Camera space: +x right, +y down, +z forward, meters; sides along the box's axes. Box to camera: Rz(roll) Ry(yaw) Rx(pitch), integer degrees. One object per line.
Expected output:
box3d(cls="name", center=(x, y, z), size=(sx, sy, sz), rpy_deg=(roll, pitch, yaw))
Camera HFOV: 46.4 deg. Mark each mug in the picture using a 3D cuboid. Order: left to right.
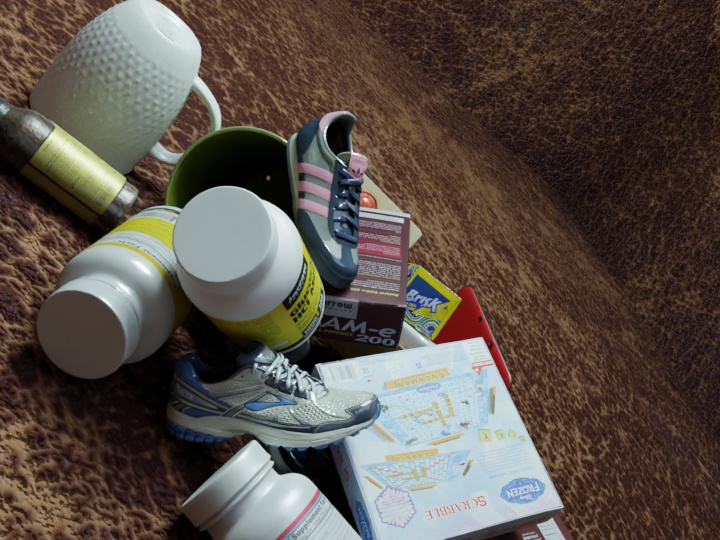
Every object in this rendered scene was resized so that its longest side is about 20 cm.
box3d(cls="mug", center=(-0.258, -0.209, 0.996), size=(0.200, 0.175, 0.148), rpy_deg=(40, 22, -19))

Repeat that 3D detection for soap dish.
box3d(cls="soap dish", center=(0.024, 0.090, 1.029), size=(0.200, 0.081, 0.157), rpy_deg=(38, 0, 36))

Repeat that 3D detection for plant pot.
box3d(cls="plant pot", center=(-0.127, -0.086, 1.066), size=(0.187, 0.187, 0.200), rpy_deg=(47, 10, -2))

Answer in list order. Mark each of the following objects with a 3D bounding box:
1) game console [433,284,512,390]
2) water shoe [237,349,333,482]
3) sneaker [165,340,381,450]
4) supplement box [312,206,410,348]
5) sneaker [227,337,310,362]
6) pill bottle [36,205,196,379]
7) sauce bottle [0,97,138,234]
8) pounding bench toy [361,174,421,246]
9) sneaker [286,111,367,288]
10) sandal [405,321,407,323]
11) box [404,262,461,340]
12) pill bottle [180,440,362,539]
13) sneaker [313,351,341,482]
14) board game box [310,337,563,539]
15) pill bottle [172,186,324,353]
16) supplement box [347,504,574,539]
box3d(cls="game console", center=(0.156, 0.157, 1.184), size=(0.173, 0.118, 0.201), rpy_deg=(58, 11, -41))
box3d(cls="water shoe", center=(-0.071, 0.133, 0.902), size=(0.071, 0.079, 0.201), rpy_deg=(25, 31, -46))
box3d(cls="sneaker", center=(-0.081, 0.110, 0.758), size=(0.077, 0.198, 0.086), rpy_deg=(-71, 161, -80))
box3d(cls="supplement box", center=(0.000, 0.000, 0.966), size=(0.108, 0.061, 0.200), rpy_deg=(9, 32, 0))
box3d(cls="sneaker", center=(-0.130, 0.033, 0.920), size=(0.200, 0.074, 0.081), rpy_deg=(35, 8, 20))
box3d(cls="pill bottle", center=(-0.213, 0.018, 0.781), size=(0.111, 0.111, 0.200), rpy_deg=(45, 22, -7))
box3d(cls="sauce bottle", center=(-0.325, -0.121, 0.867), size=(0.200, 0.065, 0.065), rpy_deg=(41, 22, -22))
box3d(cls="pounding bench toy", center=(0.021, -0.033, 1.239), size=(0.200, 0.124, 0.156), rpy_deg=(44, 0, -11))
box3d(cls="sneaker", center=(-0.026, -0.082, 0.893), size=(0.070, 0.082, 0.201), rpy_deg=(16, 52, -48))
box3d(cls="sandal", center=(0.051, 0.104, 1.192), size=(0.207, 0.059, 0.079), rpy_deg=(54, -3, 4))
box3d(cls="box", center=(0.071, 0.034, 1.097), size=(0.070, 0.064, 0.200), rpy_deg=(38, -1, -5))
box3d(cls="pill bottle", center=(-0.054, 0.245, 0.701), size=(0.200, 0.109, 0.109), rpy_deg=(48, 21, 1))
box3d(cls="sneaker", center=(-0.027, 0.161, 0.946), size=(0.079, 0.075, 0.200), rpy_deg=(51, 10, -19))
box3d(cls="board game box", center=(0.071, 0.172, 0.834), size=(0.199, 0.041, 0.200), rpy_deg=(-6, 55, -24))
box3d(cls="pill bottle", center=(-0.100, 0.003, 0.766), size=(0.113, 0.112, 0.200), rpy_deg=(55, -5, 19))
box3d(cls="supplement box", center=(0.128, 0.304, 0.918), size=(0.197, 0.133, 0.201), rpy_deg=(16, 38, -54))
